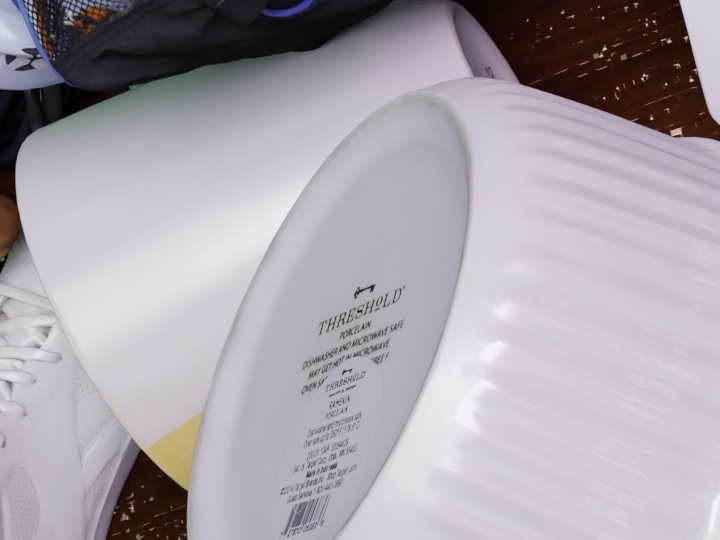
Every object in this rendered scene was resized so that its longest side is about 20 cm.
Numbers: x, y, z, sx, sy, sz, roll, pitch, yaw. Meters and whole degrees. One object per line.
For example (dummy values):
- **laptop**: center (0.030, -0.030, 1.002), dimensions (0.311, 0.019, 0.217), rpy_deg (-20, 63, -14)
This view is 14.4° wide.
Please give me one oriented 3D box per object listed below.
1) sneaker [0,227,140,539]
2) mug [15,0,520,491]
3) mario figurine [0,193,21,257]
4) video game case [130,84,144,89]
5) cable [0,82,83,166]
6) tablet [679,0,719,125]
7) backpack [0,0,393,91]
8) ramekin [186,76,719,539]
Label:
- **sneaker**: center (-0.132, 0.051, 1.038), dimensions (0.074, 0.116, 0.200), rpy_deg (14, 93, 28)
- **mug**: center (-0.004, -0.009, 0.984), dimensions (0.153, 0.187, 0.150), rpy_deg (-30, 42, 14)
- **mario figurine**: center (-0.150, -0.105, 1.008), dimensions (0.123, 0.106, 0.200), rpy_deg (5, 120, 8)
- **video game case**: center (-0.048, -0.176, 1.057), dimensions (0.200, 0.023, 0.182), rpy_deg (-44, 70, 18)
- **cable**: center (-0.169, -0.122, 1.083), dimensions (0.163, 0.051, 0.200), rpy_deg (-32, 80, 38)
- **tablet**: center (0.191, -0.126, 0.876), dimensions (0.200, 0.014, 0.130), rpy_deg (-15, 110, 7)
- **backpack**: center (-0.066, -0.153, 0.861), dimensions (0.154, 0.200, 0.191), rpy_deg (-20, 91, 25)
- **ramekin**: center (0.034, 0.040, 0.811), dimensions (0.200, 0.105, 0.200), rpy_deg (-49, 28, 37)
